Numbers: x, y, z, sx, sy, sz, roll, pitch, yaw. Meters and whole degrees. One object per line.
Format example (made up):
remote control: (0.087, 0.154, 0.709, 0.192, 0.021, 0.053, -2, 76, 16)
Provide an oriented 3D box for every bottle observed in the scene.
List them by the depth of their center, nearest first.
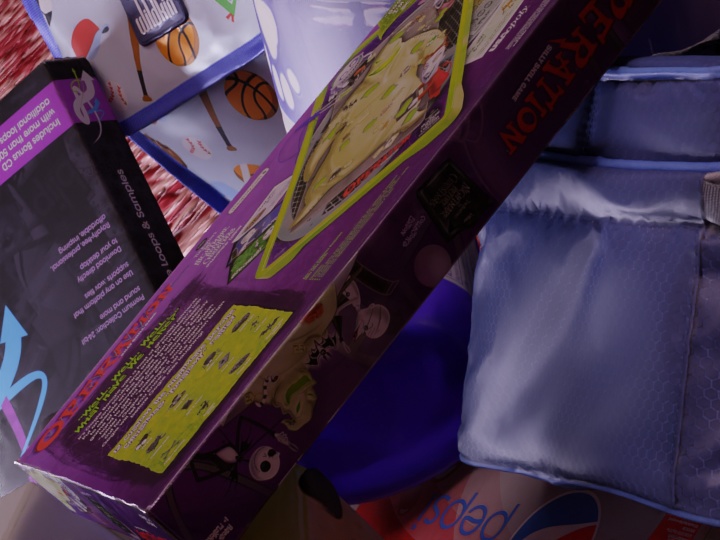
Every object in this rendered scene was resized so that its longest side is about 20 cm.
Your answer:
bottle: (0.000, 0.000, 0.908, 0.083, 0.066, 0.200, -25, 26, 10)

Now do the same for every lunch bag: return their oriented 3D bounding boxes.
lunch bag: (0.115, -0.006, 0.718, 0.200, 0.135, 0.134, -175, 86, -65)
lunch bag: (-0.039, -0.113, 1.195, 0.170, 0.200, 0.124, -27, 30, 45)

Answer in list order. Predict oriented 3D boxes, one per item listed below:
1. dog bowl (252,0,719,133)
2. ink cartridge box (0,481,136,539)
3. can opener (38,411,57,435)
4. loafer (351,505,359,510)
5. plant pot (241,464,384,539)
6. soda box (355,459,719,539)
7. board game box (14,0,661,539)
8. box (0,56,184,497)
dog bowl: (0.063, -0.100, 0.901, 0.199, 0.079, 0.200, -13, 25, 6)
ink cartridge box: (-0.111, 0.196, 0.902, 0.083, 0.146, 0.201, -28, 29, 47)
can opener: (-0.113, 0.134, 1.064, 0.053, 0.067, 0.201, -32, 50, 33)
loafer: (-0.044, 0.087, 0.999, 0.200, 0.062, 0.072, 21, 108, 57)
plant pot: (-0.035, 0.179, 0.713, 0.181, 0.200, 0.199, -38, 22, 16)
soda box: (0.064, 0.101, 0.804, 0.064, 0.070, 0.200, -54, 21, -12)
board game box: (-0.006, -0.012, 0.720, 0.200, 0.032, 0.120, -51, 23, -13)
box: (-0.132, 0.028, 1.193, 0.143, 0.201, 0.036, -37, -15, 34)
